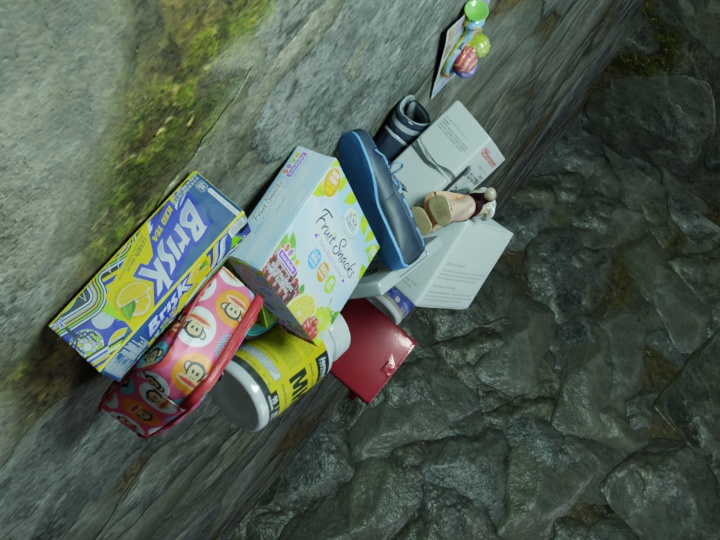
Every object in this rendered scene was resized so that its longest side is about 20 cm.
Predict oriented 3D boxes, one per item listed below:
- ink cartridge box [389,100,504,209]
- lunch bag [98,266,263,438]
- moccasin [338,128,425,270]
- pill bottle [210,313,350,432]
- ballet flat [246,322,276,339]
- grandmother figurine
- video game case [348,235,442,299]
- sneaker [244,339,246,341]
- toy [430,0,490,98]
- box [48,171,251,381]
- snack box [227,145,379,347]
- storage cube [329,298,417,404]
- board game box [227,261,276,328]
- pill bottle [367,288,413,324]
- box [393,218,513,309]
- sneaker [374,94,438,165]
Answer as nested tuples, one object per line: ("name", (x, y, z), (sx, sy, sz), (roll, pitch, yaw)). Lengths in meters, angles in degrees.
("ink cartridge box", (0.115, -0.146, 1.192), (0.200, 0.084, 0.144), (-44, 163, 11))
("lunch bag", (-0.194, 0.082, 0.856), (0.200, 0.082, 0.177), (-34, -157, 47))
("moccasin", (0.030, -0.101, 1.080), (0.068, 0.202, 0.080), (-28, -165, -33))
("pill bottle", (-0.113, 0.131, 1.125), (0.200, 0.114, 0.115), (-37, 162, -38))
("ballet flat", (-0.128, 0.026, 1.124), (0.200, 0.073, 0.073), (-51, 171, -36))
("grandmother figurine", (0.152, -0.096, 1.166), (0.120, 0.061, 0.199), (-16, -179, 32))
("video game case", (0.000, 0.000, 1.181), (0.199, 0.024, 0.182), (-8, -161, 39))
("sneaker", (-0.165, 0.100, 1.210), (0.199, 0.080, 0.116), (-7, 112, -55))
("toy", (0.170, -0.344, 1.215), (0.115, 0.047, 0.200), (-48, 168, -13))
("box", (-0.197, 0.005, 0.752), (0.200, 0.070, 0.064), (-50, 171, -13))
("snack box", (-0.066, -0.026, 0.979), (0.169, 0.067, 0.200), (-58, 150, -20))
("storage cube", (-0.002, 0.179, 1.776), (0.200, 0.179, 0.171), (-49, 179, -8))
("board game box", (-0.090, -0.023, 1.062), (0.200, 0.047, 0.102), (-43, 138, -39))
("pill bottle", (0.109, 0.030, 1.981), (0.200, 0.119, 0.120), (-48, 169, -21))
("box", (0.120, -0.057, 1.382), (0.199, 0.199, 0.172), (6, 119, -55))
("sneaker", (0.090, -0.219, 1.229), (0.109, 0.070, 0.200), (-56, 166, 30))
